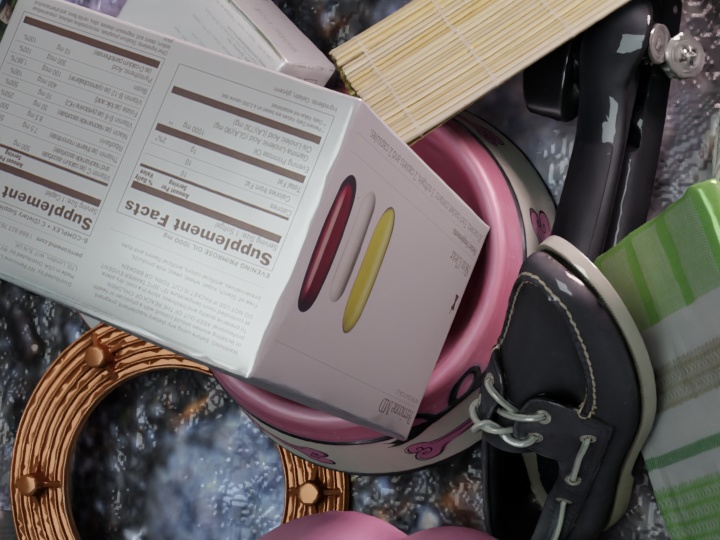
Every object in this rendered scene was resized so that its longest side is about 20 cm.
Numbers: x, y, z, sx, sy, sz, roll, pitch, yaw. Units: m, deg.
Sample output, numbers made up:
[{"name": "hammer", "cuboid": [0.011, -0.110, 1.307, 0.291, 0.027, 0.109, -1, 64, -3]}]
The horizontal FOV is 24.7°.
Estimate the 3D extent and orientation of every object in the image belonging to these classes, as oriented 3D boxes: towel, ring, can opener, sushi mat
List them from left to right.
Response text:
[{"name": "ring", "cuboid": [-0.103, 0.119, 0.894, 0.200, 0.019, 0.201, 0, 89, 18]}, {"name": "sushi mat", "cuboid": [0.081, -0.134, 0.789, 0.200, 0.012, 0.096, -33, 43, -1]}, {"name": "can opener", "cuboid": [0.118, -0.049, 0.790, 0.079, 0.063, 0.200, -1, 80, 49]}, {"name": "towel", "cuboid": [0.155, 0.073, 0.673, 0.031, 0.149, 0.200, -15, 81, -15]}]

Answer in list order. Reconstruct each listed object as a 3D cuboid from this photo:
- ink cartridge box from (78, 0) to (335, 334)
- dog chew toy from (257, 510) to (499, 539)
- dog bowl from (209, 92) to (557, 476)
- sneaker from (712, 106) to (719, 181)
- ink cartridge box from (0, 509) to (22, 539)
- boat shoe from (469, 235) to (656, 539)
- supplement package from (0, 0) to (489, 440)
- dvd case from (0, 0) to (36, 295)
[{"name": "ink cartridge box", "cuboid": [-0.113, -0.072, 0.920, 0.109, 0.050, 0.200, 48, 116, 23]}, {"name": "dog chew toy", "cuboid": [0.031, 0.172, 0.751, 0.200, 0.124, 0.125, -6, 82, 29]}, {"name": "dog bowl", "cuboid": [0.000, 0.000, 0.822, 0.200, 0.074, 0.201, -4, 78, 19]}, {"name": "sneaker", "cuboid": [0.192, -0.013, 0.729, 0.078, 0.082, 0.200, -5, 73, 20]}, {"name": "ink cartridge box", "cuboid": [-0.225, 0.237, 0.912, 0.067, 0.116, 0.200, -13, 78, 26]}, {"name": "boat shoe", "cuboid": [0.082, 0.068, 0.724, 0.063, 0.200, 0.073, -32, 54, -18]}, {"name": "supplement package", "cuboid": [-0.055, -0.015, 0.697, 0.156, 0.200, 0.111, 21, 86, 21]}, {"name": "dvd case", "cuboid": [-0.200, -0.086, 0.948, 0.200, 0.018, 0.143, 33, 104, 49]}]
